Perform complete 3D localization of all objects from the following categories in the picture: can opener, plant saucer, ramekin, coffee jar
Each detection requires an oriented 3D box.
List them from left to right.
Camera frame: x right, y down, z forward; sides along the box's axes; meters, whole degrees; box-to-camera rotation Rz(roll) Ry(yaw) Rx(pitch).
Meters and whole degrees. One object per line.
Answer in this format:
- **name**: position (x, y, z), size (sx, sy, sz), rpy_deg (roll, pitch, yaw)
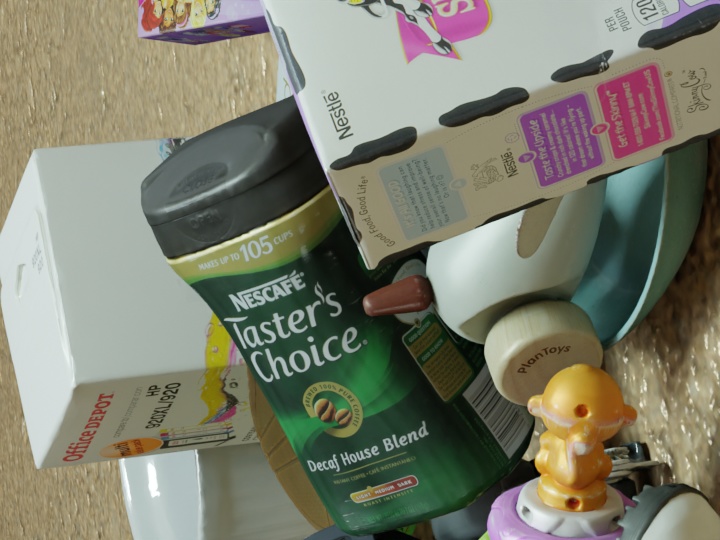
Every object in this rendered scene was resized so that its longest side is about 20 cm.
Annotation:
- **ramekin**: position (-0.086, 0.112, 1.591), size (0.200, 0.098, 0.201), rpy_deg (174, 90, -70)
- **coffee jar**: position (-0.012, 0.018, 1.132), size (0.104, 0.085, 0.200), rpy_deg (-20, 108, 39)
- **can opener**: position (0.084, 0.114, 1.175), size (0.200, 0.053, 0.066), rpy_deg (156, 107, -70)
- **plant saucer**: position (0.104, -0.063, 1.093), size (0.200, 0.036, 0.200), rpy_deg (175, 90, -71)

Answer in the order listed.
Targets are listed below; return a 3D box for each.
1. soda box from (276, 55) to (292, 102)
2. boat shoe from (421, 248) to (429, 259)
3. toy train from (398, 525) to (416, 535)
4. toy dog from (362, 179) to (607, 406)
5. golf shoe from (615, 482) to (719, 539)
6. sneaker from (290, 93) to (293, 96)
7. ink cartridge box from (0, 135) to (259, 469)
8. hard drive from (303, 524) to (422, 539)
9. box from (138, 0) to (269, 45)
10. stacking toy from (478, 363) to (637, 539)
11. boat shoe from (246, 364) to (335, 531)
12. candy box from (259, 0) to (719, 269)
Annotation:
- **soda box**: position (-0.003, -0.124, 1.328), size (0.064, 0.068, 0.200), rpy_deg (-125, 35, -56)
- **boat shoe**: position (-0.002, 0.002, 1.233), size (0.199, 0.074, 0.068), rpy_deg (44, 161, -24)
- **toy train**: position (0.021, 0.121, 1.350), size (0.042, 0.056, 0.200), rpy_deg (46, 145, 17)
- **toy dog**: position (0.057, -0.035, 1.036), size (0.132, 0.096, 0.200), rpy_deg (-129, 38, -57)
- **golf shoe**: position (0.156, 0.180, 0.989), size (0.094, 0.078, 0.200), rpy_deg (-18, 80, 52)
- **sneaker**: position (0.025, -0.082, 1.217), size (0.079, 0.096, 0.200), rpy_deg (-57, 7, -20)
- **ink cartridge box**: position (-0.095, 0.016, 1.431), size (0.147, 0.200, 0.145), rpy_deg (123, 137, -62)
- **hard drive**: position (0.053, 0.207, 1.191), size (0.042, 0.135, 0.200), rpy_deg (-47, 40, 21)
- **box**: position (-0.033, -0.185, 1.174), size (0.200, 0.039, 0.137), rpy_deg (-3, 85, 50)
- **stacking toy**: position (0.085, 0.129, 1.057), size (0.110, 0.116, 0.200), rpy_deg (-64, -21, -66)
- **boat shoe**: position (-0.021, 0.039, 1.289), size (0.072, 0.072, 0.200), rpy_deg (-50, 56, 53)
- **candy box**: position (0.063, -0.116, 0.935), size (0.072, 0.200, 0.168), rpy_deg (65, -176, -56)
